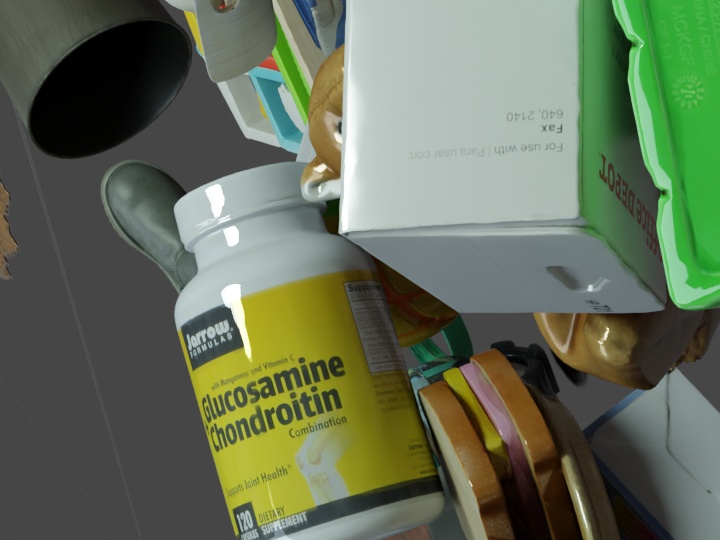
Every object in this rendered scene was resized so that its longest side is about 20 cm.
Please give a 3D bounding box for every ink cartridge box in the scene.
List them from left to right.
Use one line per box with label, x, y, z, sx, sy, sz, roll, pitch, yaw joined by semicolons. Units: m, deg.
ink cartridge box;0.055;-0.094;0.651;0.146;0.086;0.200;34;-123;-68
ink cartridge box;0.177;0.165;1.023;0.136;0.076;0.200;48;161;27

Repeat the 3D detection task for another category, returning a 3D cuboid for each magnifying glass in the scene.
magnifying glass;0.033;-0.004;1.208;0.080;0.022;0.200;41;155;42

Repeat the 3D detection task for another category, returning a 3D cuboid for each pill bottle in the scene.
pill bottle;-0.034;0.050;0.998;0.112;0.112;0.200;132;122;-71

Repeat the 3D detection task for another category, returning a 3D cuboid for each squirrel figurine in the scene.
squirrel figurine;0.070;-0.034;0.819;0.187;0.142;0.200;21;172;20

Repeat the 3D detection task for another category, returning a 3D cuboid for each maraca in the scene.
maraca;0.000;0.000;1.124;0.200;0.137;0.107;138;144;-58

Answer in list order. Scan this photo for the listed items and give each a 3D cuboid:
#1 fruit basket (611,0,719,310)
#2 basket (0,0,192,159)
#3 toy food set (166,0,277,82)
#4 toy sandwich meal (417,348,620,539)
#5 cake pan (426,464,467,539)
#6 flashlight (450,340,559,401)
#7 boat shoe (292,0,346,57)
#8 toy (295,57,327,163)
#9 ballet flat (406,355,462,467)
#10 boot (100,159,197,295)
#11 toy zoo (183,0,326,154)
fruit basket;0.151;-0.090;0.598;0.155;0.216;0.216;-7;119;32
basket;-0.234;-0.210;1.400;0.200;0.136;0.180;56;168;16
toy food set;-0.091;-0.220;1.017;0.144;0.060;0.200;82;176;-51
toy sandwich meal;0.084;0.146;0.968;0.205;0.070;0.205;168;90;-83
cake pan;0.084;0.201;1.143;0.200;0.037;0.200;-23;-90;-87
flashlight;0.111;0.142;1.155;0.068;0.068;0.200;-70;-36;-62
boat shoe;-0.003;-0.156;0.956;0.072;0.072;0.200;62;-179;-6
toy;0.028;-0.088;0.997;0.047;0.115;0.200;16;180;-21
ballet flat;0.071;0.129;1.255;0.074;0.074;0.200;44;162;37
boot;-0.124;-0.016;1.523;0.182;0.073;0.200;48;172;-15
toy zoo;-0.068;-0.140;1.247;0.200;0.020;0.131;23;141;60
